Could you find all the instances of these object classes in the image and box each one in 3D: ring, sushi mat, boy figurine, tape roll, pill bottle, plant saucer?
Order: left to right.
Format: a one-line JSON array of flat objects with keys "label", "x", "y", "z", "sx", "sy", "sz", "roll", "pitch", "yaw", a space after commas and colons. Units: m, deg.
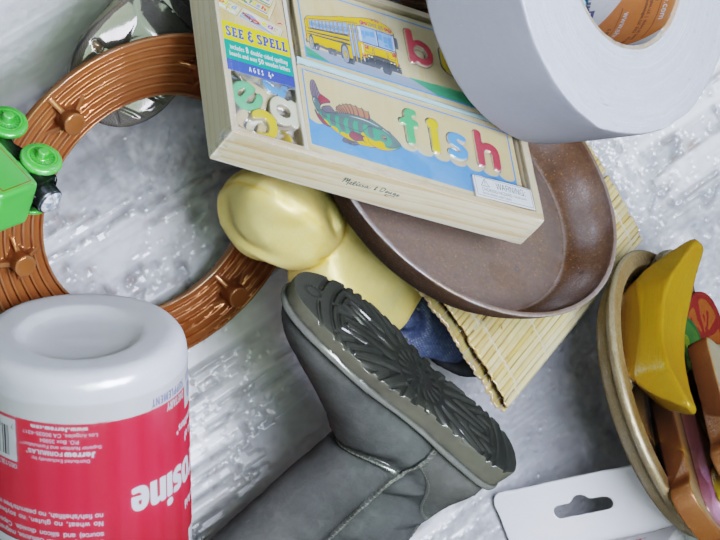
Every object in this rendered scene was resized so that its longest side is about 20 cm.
[{"label": "pill bottle", "x": -0.146, "y": 0.123, "z": 1.392, "sx": 0.112, "sy": 0.112, "sz": 0.201, "roll": -10, "pitch": 116, "yaw": -21}, {"label": "ring", "x": -0.113, "y": -0.033, "z": 1.424, "sx": 0.200, "sy": 0.019, "sz": 0.201, "roll": -17, "pitch": 123, "yaw": -28}, {"label": "boy figurine", "x": 0.000, "y": 0.000, "z": 1.461, "sx": 0.200, "sy": 0.064, "sz": 0.125, "roll": 25, "pitch": 83, "yaw": -39}, {"label": "plant saucer", "x": 0.053, "y": -0.051, "z": 1.446, "sx": 0.200, "sy": 0.034, "sz": 0.201, "roll": 21, "pitch": 46, "yaw": -24}, {"label": "sushi mat", "x": 0.101, "y": -0.008, "z": 1.507, "sx": 0.096, "sy": 0.012, "sz": 0.200, "roll": 57, "pitch": 41, "yaw": -12}, {"label": "tape roll", "x": 0.120, "y": -0.170, "z": 1.419, "sx": 0.200, "sy": 0.066, "sz": 0.201, "roll": 2, "pitch": 87, "yaw": -47}]

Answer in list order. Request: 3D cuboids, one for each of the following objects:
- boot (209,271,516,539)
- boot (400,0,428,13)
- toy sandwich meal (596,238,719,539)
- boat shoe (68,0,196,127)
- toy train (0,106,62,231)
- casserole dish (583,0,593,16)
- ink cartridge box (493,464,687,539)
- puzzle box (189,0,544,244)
[{"label": "boot", "x": -0.037, "y": 0.118, "z": 1.437, "sx": 0.200, "sy": 0.073, "sz": 0.182, "roll": -38, "pitch": 107, "yaw": 23}, {"label": "boot", "x": 0.059, "y": -0.207, "z": 1.507, "sx": 0.107, "sy": 0.075, "sz": 0.200, "roll": -51, "pitch": 119, "yaw": -32}, {"label": "toy sandwich meal", "x": 0.207, "y": 0.075, "z": 1.520, "sx": 0.205, "sy": 0.070, "sz": 0.206, "roll": 42, "pitch": 37, "yaw": -43}, {"label": "boat shoe", "x": -0.090, "y": -0.163, "z": 1.446, "sx": 0.200, "sy": 0.073, "sz": 0.075, "roll": -43, "pitch": 104, "yaw": -9}, {"label": "toy train", "x": -0.229, "y": -0.093, "z": 1.351, "sx": 0.056, "sy": 0.042, "sz": 0.200, "roll": -25, "pitch": 60, "yaw": -39}, {"label": "casserole dish", "x": 0.106, "y": -0.224, "z": 1.503, "sx": 0.200, "sy": 0.039, "sz": 0.121, "roll": 61, "pitch": 32, "yaw": -28}, {"label": "ink cartridge box", "x": 0.146, "y": 0.223, "z": 1.525, "sx": 0.068, "sy": 0.116, "sz": 0.200, "roll": -37, "pitch": 109, "yaw": -60}, {"label": "puzzle box", "x": 0.003, "y": -0.095, "z": 1.397, "sx": 0.200, "sy": 0.025, "sz": 0.133, "roll": 14, "pitch": 48, "yaw": -31}]
